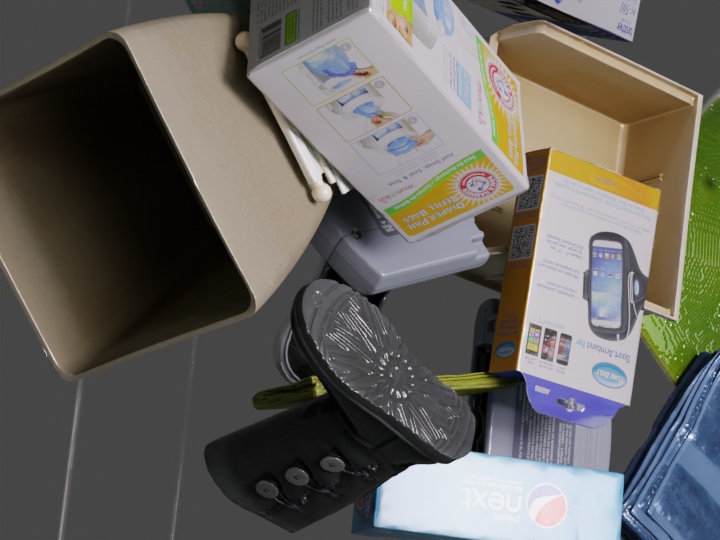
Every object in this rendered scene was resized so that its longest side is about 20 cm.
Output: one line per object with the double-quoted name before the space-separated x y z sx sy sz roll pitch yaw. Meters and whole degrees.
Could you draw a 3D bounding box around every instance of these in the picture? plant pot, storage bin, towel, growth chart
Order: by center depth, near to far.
"plant pot" -0.134 -0.069 1.403 0.177 0.199 0.201 -37 103 -51
"growth chart" -0.021 -0.121 1.444 0.145 0.018 0.200 66 24 -1
"towel" 0.021 0.088 1.541 0.199 0.086 0.018 -1 82 -37
"storage bin" 0.170 -0.076 1.678 0.198 0.093 0.201 20 70 -32
"towel" 0.291 0.170 1.748 0.112 0.048 0.200 48 57 -20

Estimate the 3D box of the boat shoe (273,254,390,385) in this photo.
"boat shoe" 0.000 0.000 1.555 0.070 0.066 0.201 44 59 -22

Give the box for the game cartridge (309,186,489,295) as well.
"game cartridge" -0.003 -0.073 1.538 0.133 0.042 0.201 -16 63 -34

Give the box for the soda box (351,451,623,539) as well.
"soda box" 0.097 0.178 1.558 0.199 0.064 0.068 9 75 -14

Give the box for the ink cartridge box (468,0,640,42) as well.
"ink cartridge box" 0.145 -0.225 1.638 0.200 0.094 0.045 7 95 -60

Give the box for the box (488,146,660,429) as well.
"box" 0.165 0.018 1.578 0.119 0.041 0.201 18 77 -32

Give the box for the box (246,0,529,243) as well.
"box" 0.021 -0.130 1.393 0.200 0.101 0.113 45 32 -38

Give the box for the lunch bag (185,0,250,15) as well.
"lunch bag" -0.048 -0.268 1.536 0.199 0.077 0.161 -12 72 -23

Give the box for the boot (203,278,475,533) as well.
"boot" -0.041 0.099 1.423 0.165 0.200 0.066 47 49 -16

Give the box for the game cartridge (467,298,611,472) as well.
"game cartridge" 0.145 0.134 1.656 0.132 0.041 0.201 15 73 -30
